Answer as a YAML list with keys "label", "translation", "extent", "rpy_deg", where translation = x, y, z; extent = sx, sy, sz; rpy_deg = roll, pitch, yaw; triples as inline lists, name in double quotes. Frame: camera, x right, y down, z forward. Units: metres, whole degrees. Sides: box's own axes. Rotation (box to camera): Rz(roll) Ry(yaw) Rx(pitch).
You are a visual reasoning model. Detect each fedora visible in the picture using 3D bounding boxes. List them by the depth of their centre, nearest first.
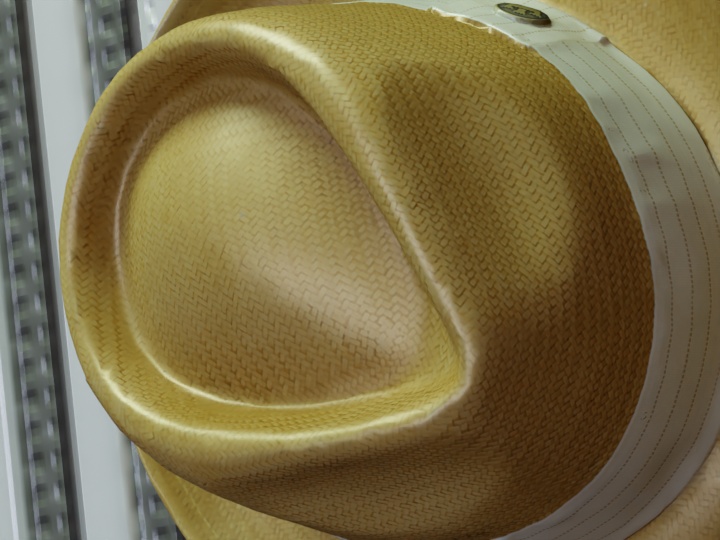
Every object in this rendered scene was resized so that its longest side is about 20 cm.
- label: "fedora"
  translation: [0.000, 0.000, 0.618]
  extent: [0.200, 0.082, 0.202]
  rpy_deg: [-2, 87, 39]
